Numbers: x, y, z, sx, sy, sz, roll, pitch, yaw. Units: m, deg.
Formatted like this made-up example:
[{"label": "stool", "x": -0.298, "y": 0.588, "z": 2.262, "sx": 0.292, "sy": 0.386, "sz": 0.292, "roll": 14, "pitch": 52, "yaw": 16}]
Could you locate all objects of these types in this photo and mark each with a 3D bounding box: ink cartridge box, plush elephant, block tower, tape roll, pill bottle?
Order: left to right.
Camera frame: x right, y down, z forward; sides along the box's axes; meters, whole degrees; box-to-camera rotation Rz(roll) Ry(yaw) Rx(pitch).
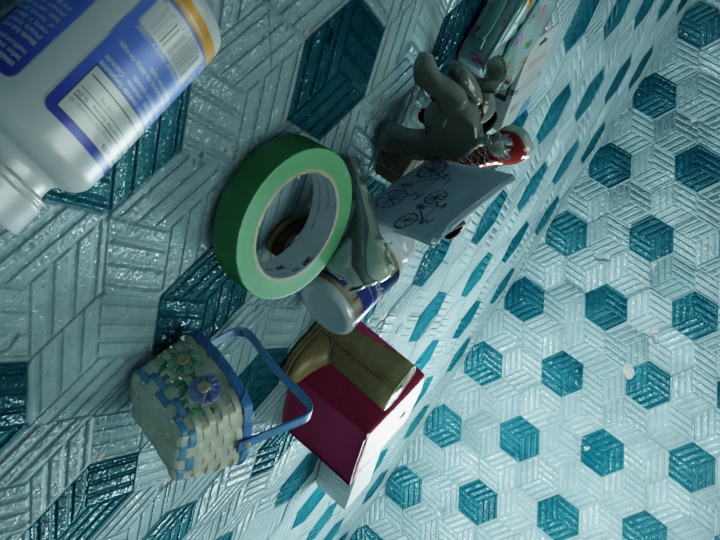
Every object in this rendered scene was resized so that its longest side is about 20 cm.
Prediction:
[{"label": "pill bottle", "x": -0.199, "y": -0.128, "z": 0.492, "sx": 0.201, "sy": 0.111, "sz": 0.113, "roll": -50, "pitch": 161, "yaw": -14}, {"label": "tape roll", "x": -0.092, "y": -0.065, "z": 0.894, "sx": 0.199, "sy": 0.048, "sz": 0.204, "roll": -35, "pitch": 141, "yaw": -34}, {"label": "pill bottle", "x": 0.000, "y": 0.000, "z": 1.193, "sx": 0.200, "sy": 0.115, "sz": 0.117, "roll": -46, "pitch": 159, "yaw": -30}, {"label": "block tower", "x": 0.091, "y": -0.175, "z": 1.225, "sx": 0.055, "sy": 0.057, "sz": 0.199, "roll": -61, "pitch": 159, "yaw": 17}, {"label": "plush elephant", "x": 0.149, "y": -0.252, "z": 1.096, "sx": 0.156, "sy": 0.196, "sz": 0.167, "roll": -68, "pitch": 179, "yaw": -51}, {"label": "ink cartridge box", "x": 0.300, "y": -0.385, "z": 1.380, "sx": 0.116, "sy": 0.066, "sz": 0.202, "roll": -41, "pitch": 157, "yaw": -37}]

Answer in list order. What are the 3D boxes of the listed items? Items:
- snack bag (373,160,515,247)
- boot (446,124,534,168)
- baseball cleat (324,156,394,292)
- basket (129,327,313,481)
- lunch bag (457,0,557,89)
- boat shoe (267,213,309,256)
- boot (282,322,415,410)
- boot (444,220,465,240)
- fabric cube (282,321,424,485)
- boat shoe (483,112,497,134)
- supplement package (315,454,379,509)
[{"label": "snack bag", "x": 0.107, "y": -0.105, "z": 1.047, "sx": 0.187, "sy": 0.198, "sz": 0.022, "roll": -37, "pitch": 123, "yaw": -24}, {"label": "boot", "x": 0.215, "y": -0.202, "z": 1.312, "sx": 0.142, "sy": 0.074, "sz": 0.199, "roll": -30, "pitch": -165, "yaw": -19}, {"label": "baseball cleat", "x": -0.020, "y": -0.067, "z": 1.002, "sx": 0.104, "sy": 0.204, "sz": 0.070, "roll": -22, "pitch": 149, "yaw": 9}, {"label": "basket", "x": -0.180, "y": 0.163, "z": 0.921, "sx": 0.198, "sy": 0.176, "sz": 0.142, "roll": -19, "pitch": 138, "yaw": -43}, {"label": "lunch bag", "x": 0.248, "y": -0.406, "z": 1.199, "sx": 0.203, "sy": 0.076, "sz": 0.160, "roll": -61, "pitch": 161, "yaw": 14}, {"label": "boat shoe", "x": -0.058, "y": -0.039, "z": 1.054, "sx": 0.071, "sy": 0.070, "sz": 0.199, "roll": -59, "pitch": 160, "yaw": 22}, {"label": "boot", "x": -0.026, "y": 0.185, "z": 1.298, "sx": 0.176, "sy": 0.198, "sz": 0.066, "roll": -52, "pitch": 161, "yaw": -9}, {"label": "boot", "x": 0.206, "y": -0.113, "z": 1.584, "sx": 0.199, "sy": 0.075, "sz": 0.075, "roll": -32, "pitch": 149, "yaw": -52}, {"label": "fabric cube", "x": -0.017, "y": 0.264, "z": 1.454, "sx": 0.199, "sy": 0.198, "sz": 0.199, "roll": -38, "pitch": 156, "yaw": -40}, {"label": "boat shoe", "x": 0.196, "y": -0.268, "z": 1.294, "sx": 0.056, "sy": 0.068, "sz": 0.199, "roll": -15, "pitch": -169, "yaw": 30}, {"label": "supplement package", "x": -0.035, "y": 0.543, "z": 1.992, "sx": 0.121, "sy": 0.119, "sz": 0.203, "roll": -37, "pitch": 154, "yaw": -38}]
